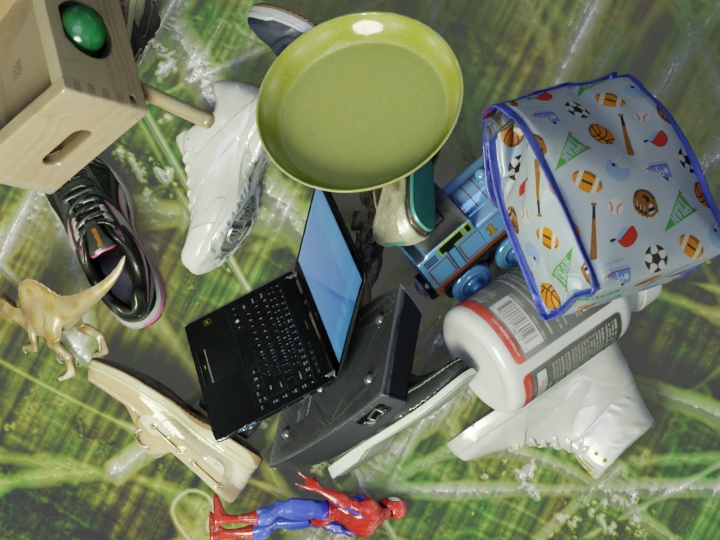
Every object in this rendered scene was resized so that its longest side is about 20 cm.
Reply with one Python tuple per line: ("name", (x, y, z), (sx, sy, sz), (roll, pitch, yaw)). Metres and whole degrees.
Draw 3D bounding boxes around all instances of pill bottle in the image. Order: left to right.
("pill bottle", (0.188, 0.039, 1.369), (0.199, 0.116, 0.116), (-32, 89, -19))

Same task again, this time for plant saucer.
("plant saucer", (0.001, -0.153, 1.330), (0.198, 0.031, 0.202), (-5, 61, 10))

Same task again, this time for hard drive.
("hard drive", (-0.013, 0.109, 1.345), (0.042, 0.200, 0.136), (27, 52, -22))

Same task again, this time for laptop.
("laptop", (-0.086, 0.033, 1.348), (0.199, 0.178, 0.104), (-27, 129, 2))

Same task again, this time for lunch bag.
("lunch bag", (0.214, -0.075, 1.292), (0.169, 0.124, 0.202), (-16, 79, -28))

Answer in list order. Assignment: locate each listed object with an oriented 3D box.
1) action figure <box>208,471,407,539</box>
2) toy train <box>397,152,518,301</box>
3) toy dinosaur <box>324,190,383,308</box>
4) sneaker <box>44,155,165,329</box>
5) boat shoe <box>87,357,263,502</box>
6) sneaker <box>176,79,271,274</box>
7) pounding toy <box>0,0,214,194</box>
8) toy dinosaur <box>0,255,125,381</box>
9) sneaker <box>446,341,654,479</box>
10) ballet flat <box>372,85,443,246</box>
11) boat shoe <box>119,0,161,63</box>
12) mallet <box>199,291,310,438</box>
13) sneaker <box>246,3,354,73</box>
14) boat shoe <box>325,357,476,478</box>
("action figure", (-0.050, 0.240, 1.412), (0.198, 0.066, 0.052), (2, 49, -13))
("toy train", (0.123, -0.055, 1.382), (0.200, 0.114, 0.087), (-40, 51, 0))
("toy dinosaur", (0.000, 0.000, 1.404), (0.047, 0.088, 0.202), (9, 89, 10))
("sneaker", (-0.255, -0.038, 1.407), (0.080, 0.086, 0.201), (-32, 89, -1))
("boat shoe", (-0.195, 0.158, 1.415), (0.199, 0.072, 0.065), (34, 89, -5))
("sneaker", (-0.146, -0.097, 1.421), (0.099, 0.078, 0.202), (21, 87, 14))
("pounding toy", (-0.271, -0.180, 1.344), (0.199, 0.142, 0.186), (-33, 63, 32))
("toy dinosaur", (-0.292, 0.049, 1.377), (0.199, 0.058, 0.102), (-11, 113, 38))
("sneaker", (0.194, 0.165, 1.408), (0.199, 0.074, 0.116), (-29, 86, -1))
("ballet flat", (0.041, -0.110, 1.355), (0.062, 0.067, 0.201), (-19, 47, 35))
("boat shoe", (-0.230, -0.253, 1.417), (0.071, 0.066, 0.203), (23, 108, 43))
("mallet", (-0.076, 0.080, 1.431), (0.066, 0.041, 0.200), (42, 86, 3))
("sneaker", (-0.044, -0.177, 1.414), (0.199, 0.070, 0.109), (31, 87, -2))
("boat shoe", (0.027, 0.133, 1.379), (0.200, 0.075, 0.061), (-38, 77, 28))
